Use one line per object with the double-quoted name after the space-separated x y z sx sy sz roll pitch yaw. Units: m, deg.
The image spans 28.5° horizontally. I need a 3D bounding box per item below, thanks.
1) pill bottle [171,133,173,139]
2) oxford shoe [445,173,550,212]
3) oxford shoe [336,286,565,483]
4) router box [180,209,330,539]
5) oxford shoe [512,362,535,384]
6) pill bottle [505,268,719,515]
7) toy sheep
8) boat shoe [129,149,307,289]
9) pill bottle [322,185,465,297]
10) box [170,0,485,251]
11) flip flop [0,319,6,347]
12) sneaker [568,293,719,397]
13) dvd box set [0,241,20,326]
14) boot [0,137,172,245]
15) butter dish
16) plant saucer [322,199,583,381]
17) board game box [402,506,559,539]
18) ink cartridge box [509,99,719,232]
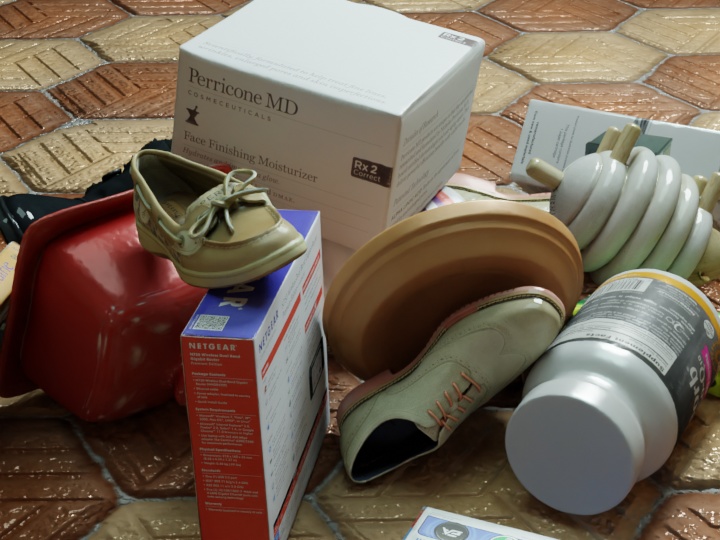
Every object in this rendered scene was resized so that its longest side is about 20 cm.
-0.084 -0.095 1.354 0.112 0.113 0.200 -22 33 -37 "pill bottle"
0.150 -0.030 1.323 0.199 0.071 0.074 12 45 18 "oxford shoe"
0.067 0.088 1.011 0.200 0.071 0.074 -40 25 23 "oxford shoe"
-0.066 0.078 0.982 0.049 0.180 0.200 3 25 10 "router box"
0.126 0.015 1.203 0.071 0.072 0.200 0 39 13 "oxford shoe"
0.187 0.087 1.034 0.116 0.117 0.200 13 30 25 "pill bottle"
0.232 -0.048 1.219 0.199 0.138 0.138 28 27 -4 "toy sheep"
-0.106 -0.037 0.951 0.073 0.063 0.200 -29 25 -27 "boat shoe"
0.000 0.000 1.218 0.199 0.112 0.111 -16 30 -30 "pill bottle"
-0.026 -0.133 1.185 0.198 0.131 0.200 19 32 17 "box"
-0.319 0.025 1.223 0.199 0.082 0.057 17 14 30 "flip flop"
0.262 0.048 1.157 0.199 0.074 0.084 12 33 25 "sneaker"
-0.312 0.078 1.038 0.029 0.147 0.200 33 26 -6 "dvd box set"
-0.231 -0.063 1.266 0.168 0.077 0.200 -31 -4 -2 "boot"
-0.161 0.043 1.094 0.199 0.200 0.148 -21 56 -39 "butter dish"
0.072 0.031 1.044 0.199 0.201 0.038 -7 49 -13 "plant saucer"
0.092 0.231 0.807 0.199 0.056 0.196 11 29 22 "board game box"
0.265 -0.092 1.366 0.199 0.084 0.146 13 -5 26 "ink cartridge box"
